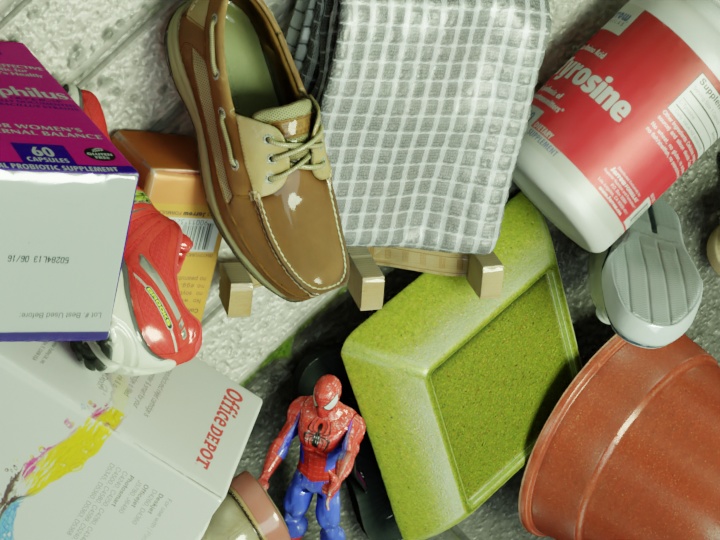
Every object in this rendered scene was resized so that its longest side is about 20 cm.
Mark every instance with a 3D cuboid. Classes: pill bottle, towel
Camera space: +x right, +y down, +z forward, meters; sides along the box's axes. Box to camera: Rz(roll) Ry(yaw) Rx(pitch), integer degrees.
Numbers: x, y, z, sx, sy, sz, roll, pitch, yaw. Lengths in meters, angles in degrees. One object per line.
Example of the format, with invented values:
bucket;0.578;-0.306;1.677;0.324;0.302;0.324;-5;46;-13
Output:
pill bottle;0.195;-0.118;1.322;0.200;0.112;0.112;-45;129;-2
towel;0.028;-0.104;1.250;0.164;0.086;0.202;-2;117;-29

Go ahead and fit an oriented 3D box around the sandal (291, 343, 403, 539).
sandal;0.012;0.132;1.395;0.075;0.048;0.201;-34;128;-10

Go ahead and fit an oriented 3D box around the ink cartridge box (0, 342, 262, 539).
ink cartridge box;-0.185;0.106;1.139;0.199;0.147;0.147;32;109;-5

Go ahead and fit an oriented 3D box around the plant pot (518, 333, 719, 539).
plant pot;0.255;0.166;1.424;0.200;0.195;0.202;-37;146;-31

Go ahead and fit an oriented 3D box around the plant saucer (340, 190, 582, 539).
plant saucer;0.092;0.078;1.380;0.200;0.048;0.201;-39;131;-26

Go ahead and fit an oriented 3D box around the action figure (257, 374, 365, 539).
action figure;-0.040;0.167;1.337;0.099;0.065;0.201;-54;157;-54

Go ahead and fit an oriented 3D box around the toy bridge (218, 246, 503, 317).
toy bridge;0.000;0.000;1.299;0.198;0.067;0.027;-4;118;-16

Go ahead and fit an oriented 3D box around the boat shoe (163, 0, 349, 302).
boat shoe;-0.058;-0.079;1.157;0.075;0.074;0.201;-23;89;-32

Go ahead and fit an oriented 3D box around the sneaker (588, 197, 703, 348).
sneaker;0.199;0.014;1.356;0.072;0.200;0.071;19;117;0

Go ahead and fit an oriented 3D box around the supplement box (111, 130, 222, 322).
supplement box;-0.141;0.016;1.229;0.068;0.067;0.201;4;114;-34

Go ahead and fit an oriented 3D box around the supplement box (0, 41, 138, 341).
supplement box;-0.211;-0.050;1.065;0.100;0.200;0.104;0;115;-31

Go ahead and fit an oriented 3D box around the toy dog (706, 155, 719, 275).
toy dog;0.349;-0.057;1.462;0.199;0.132;0.097;-11;83;-30

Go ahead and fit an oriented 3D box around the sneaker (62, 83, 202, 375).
sneaker;-0.143;-0.022;1.131;0.084;0.201;0.077;2;145;-31

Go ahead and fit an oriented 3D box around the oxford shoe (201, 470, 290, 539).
oxford shoe;-0.102;0.180;1.285;0.074;0.071;0.200;-32;173;-15
